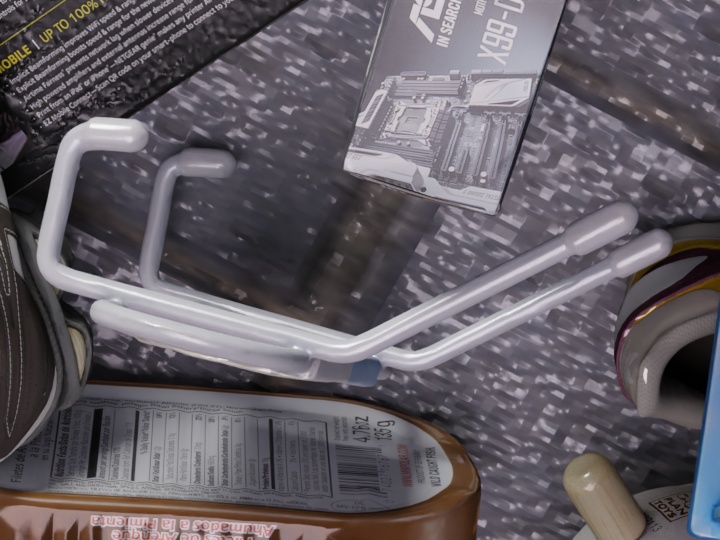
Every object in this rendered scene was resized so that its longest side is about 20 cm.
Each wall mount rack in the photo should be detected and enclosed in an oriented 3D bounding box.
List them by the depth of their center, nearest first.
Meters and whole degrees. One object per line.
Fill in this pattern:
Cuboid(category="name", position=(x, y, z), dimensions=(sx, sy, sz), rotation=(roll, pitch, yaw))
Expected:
Cuboid(category="wall mount rack", position=(0.000, 0.000, 0.925), dimensions=(0.173, 0.200, 0.075), rotation=(14, 90, 11))

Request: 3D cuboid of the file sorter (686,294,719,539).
Cuboid(category="file sorter", position=(0.205, 0.020, 0.849), dimensions=(0.199, 0.123, 0.139), rotation=(8, 84, 3))

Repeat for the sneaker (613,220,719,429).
Cuboid(category="sneaker", position=(0.181, 0.032, 0.954), dimensions=(0.199, 0.090, 0.075), rotation=(0, 114, 8))

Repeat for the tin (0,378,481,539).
Cuboid(category="tin", position=(-0.059, 0.072, 0.990), dimensions=(0.199, 0.112, 0.042), rotation=(4, 105, -4))

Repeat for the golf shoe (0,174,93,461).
Cuboid(category="golf shoe", position=(-0.149, -0.027, 0.917), dimensions=(0.078, 0.095, 0.200), rotation=(-21, 108, 24))

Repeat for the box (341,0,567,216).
Cuboid(category="box", position=(0.052, -0.137, 0.860), dimensions=(0.050, 0.158, 0.200), rotation=(17, 116, 0))

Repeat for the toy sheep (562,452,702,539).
Cuboid(category="toy sheep", position=(0.114, 0.139, 0.991), dimensions=(0.138, 0.138, 0.200), rotation=(-20, 125, 16))

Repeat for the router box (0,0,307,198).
Cuboid(category="router box", position=(-0.105, -0.118, 0.947), dimensions=(0.200, 0.051, 0.149), rotation=(-31, 106, 22))
